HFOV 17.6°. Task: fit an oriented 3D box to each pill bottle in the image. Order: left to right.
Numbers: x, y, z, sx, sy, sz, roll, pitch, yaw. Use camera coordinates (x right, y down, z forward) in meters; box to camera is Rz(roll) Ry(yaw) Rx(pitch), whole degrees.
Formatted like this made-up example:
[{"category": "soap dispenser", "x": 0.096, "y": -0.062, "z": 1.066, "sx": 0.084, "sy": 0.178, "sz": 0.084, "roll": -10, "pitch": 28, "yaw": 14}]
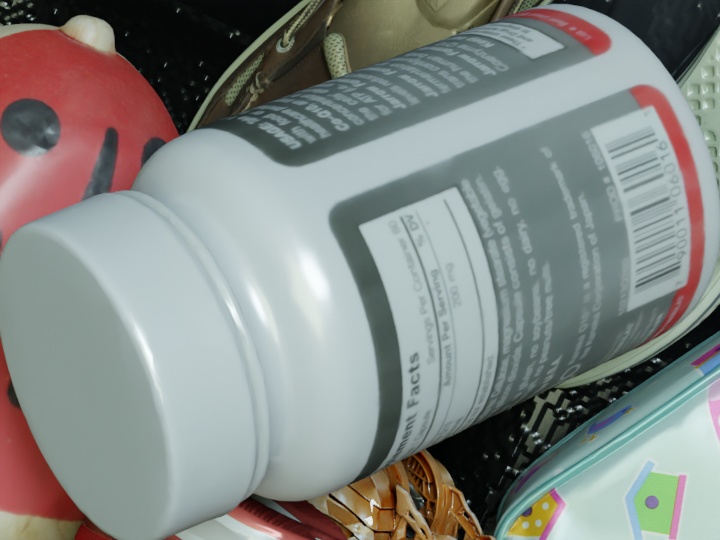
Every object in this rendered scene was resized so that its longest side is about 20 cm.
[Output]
[{"category": "pill bottle", "x": 0.000, "y": 0.000, "z": 0.695, "sx": 0.200, "sy": 0.114, "sz": 0.114, "roll": -22, "pitch": 93, "yaw": -31}]

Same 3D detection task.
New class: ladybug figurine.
[{"category": "ladybug figurine", "x": -0.112, "y": 0.014, "z": 0.751, "sx": 0.135, "sy": 0.072, "sz": 0.201, "roll": 14, "pitch": 90, "yaw": -29}]

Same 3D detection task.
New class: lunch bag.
[{"category": "lunch bag", "x": 0.153, "y": 0.121, "z": 0.786, "sx": 0.160, "sy": 0.077, "sz": 0.200, "roll": -36, "pitch": 92, "yaw": 4}]

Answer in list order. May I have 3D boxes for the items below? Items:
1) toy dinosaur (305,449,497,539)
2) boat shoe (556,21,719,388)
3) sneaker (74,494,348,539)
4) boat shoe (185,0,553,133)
[{"category": "toy dinosaur", "x": -0.012, "y": 0.095, "z": 0.775, "sx": 0.102, "sy": 0.200, "sz": 0.136, "roll": 16, "pitch": 107, "yaw": -29}, {"category": "boat shoe", "x": 0.118, "y": -0.035, "z": 0.785, "sx": 0.075, "sy": 0.062, "sz": 0.200, "roll": 47, "pitch": 115, "yaw": 15}, {"category": "sneaker", "x": -0.019, "y": 0.144, "z": 0.706, "sx": 0.200, "sy": 0.078, "sz": 0.116, "roll": 36, "pitch": 102, "yaw": 32}, {"category": "boat shoe", "x": -0.005, "y": -0.065, "z": 0.792, "sx": 0.075, "sy": 0.075, "sz": 0.202, "roll": 40, "pitch": 99, "yaw": 3}]
